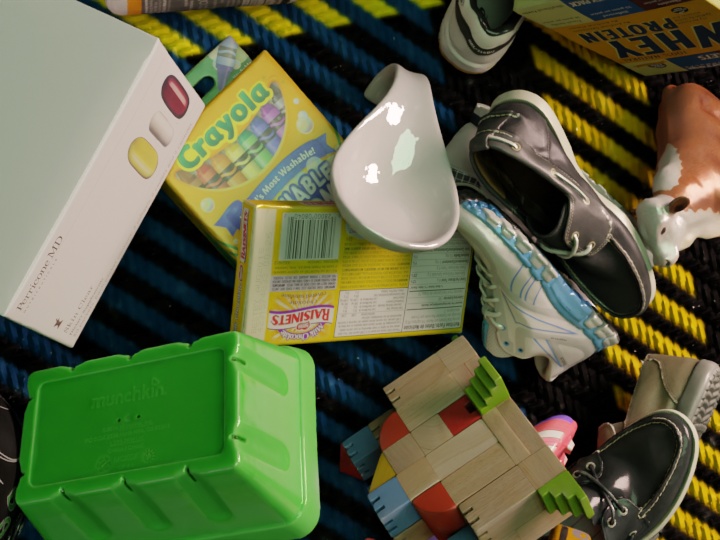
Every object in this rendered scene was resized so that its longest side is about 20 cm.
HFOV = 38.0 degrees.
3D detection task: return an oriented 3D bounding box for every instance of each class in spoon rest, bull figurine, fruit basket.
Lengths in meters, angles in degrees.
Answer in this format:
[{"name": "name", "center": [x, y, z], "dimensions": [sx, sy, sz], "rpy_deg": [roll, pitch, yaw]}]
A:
[{"name": "spoon rest", "center": [0.026, -0.089, 0.763], "dimensions": [0.098, 0.061, 0.202], "rpy_deg": [18, 41, -14]}, {"name": "bull figurine", "center": [0.277, -0.072, 0.840], "dimensions": [0.120, 0.065, 0.202], "rpy_deg": [33, 48, -17]}, {"name": "fruit basket", "center": [-0.119, 0.147, 0.739], "dimensions": [0.212, 0.216, 0.158], "rpy_deg": [3, 60, -12]}]

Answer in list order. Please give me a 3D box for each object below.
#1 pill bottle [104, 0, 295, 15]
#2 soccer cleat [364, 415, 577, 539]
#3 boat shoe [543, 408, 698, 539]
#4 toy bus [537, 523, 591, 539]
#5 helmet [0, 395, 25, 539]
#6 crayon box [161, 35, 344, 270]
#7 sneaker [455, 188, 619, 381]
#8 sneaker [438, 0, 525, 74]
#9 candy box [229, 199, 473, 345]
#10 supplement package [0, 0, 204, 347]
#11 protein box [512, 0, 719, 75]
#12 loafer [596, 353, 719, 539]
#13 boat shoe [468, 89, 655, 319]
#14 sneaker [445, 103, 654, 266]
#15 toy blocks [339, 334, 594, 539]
[{"name": "pill bottle", "center": [-0.096, -0.255, 0.776], "dimensions": [0.196, 0.116, 0.119], "rpy_deg": [-8, 88, -13]}, {"name": "soccer cleat", "center": [0.092, 0.175, 0.823], "dimensions": [0.076, 0.067, 0.200], "rpy_deg": [40, 71, 21]}, {"name": "boat shoe", "center": [0.174, 0.183, 0.795], "dimensions": [0.200, 0.066, 0.075], "rpy_deg": [-47, 57, 20]}, {"name": "toy bus", "center": [0.137, 0.282, 0.764], "dimensions": [0.077, 0.065, 0.202], "rpy_deg": [21, 124, 9]}, {"name": "helmet", "center": [-0.319, 0.123, 0.655], "dimensions": [0.196, 0.191, 0.204], "rpy_deg": [-3, 77, 12]}, {"name": "crayon box", "center": [-0.074, -0.072, 0.803], "dimensions": [0.126, 0.052, 0.200], "rpy_deg": [-44, 96, -12]}, {"name": "sneaker", "center": [0.118, 0.022, 0.809], "dimensions": [0.086, 0.075, 0.200], "rpy_deg": [-41, 119, 10]}, {"name": "sneaker", "center": [0.127, -0.258, 0.842], "dimensions": [0.074, 0.088, 0.203], "rpy_deg": [18, 81, -9]}, {"name": "candy box", "center": [0.000, 0.000, 0.777], "dimensions": [0.197, 0.026, 0.104], "rpy_deg": [-1, 108, -33]}, {"name": "supplement package", "center": [-0.228, -0.078, 0.713], "dimensions": [0.154, 0.111, 0.202], "rpy_deg": [25, 81, 14]}, {"name": "protein box", "center": [0.234, -0.279, 0.804], "dimensions": [0.197, 0.134, 0.204], "rpy_deg": [11, 83, -43]}, {"name": "loafer", "center": [0.225, 0.158, 0.856], "dimensions": [0.069, 0.075, 0.202], "rpy_deg": [26, 87, 34]}, {"name": "boat shoe", "center": [0.149, -0.035, 0.779], "dimensions": [0.201, 0.071, 0.068], "rpy_deg": [51, 44, -17]}, {"name": "sneaker", "center": [0.153, -0.051, 0.852], "dimensions": [0.198, 0.076, 0.081], "rpy_deg": [34, 98, -8]}, {"name": "toy blocks", "center": [0.061, 0.145, 0.763], "dimensions": [0.136, 0.201, 0.100], "rpy_deg": [-33, 133, -3]}]
